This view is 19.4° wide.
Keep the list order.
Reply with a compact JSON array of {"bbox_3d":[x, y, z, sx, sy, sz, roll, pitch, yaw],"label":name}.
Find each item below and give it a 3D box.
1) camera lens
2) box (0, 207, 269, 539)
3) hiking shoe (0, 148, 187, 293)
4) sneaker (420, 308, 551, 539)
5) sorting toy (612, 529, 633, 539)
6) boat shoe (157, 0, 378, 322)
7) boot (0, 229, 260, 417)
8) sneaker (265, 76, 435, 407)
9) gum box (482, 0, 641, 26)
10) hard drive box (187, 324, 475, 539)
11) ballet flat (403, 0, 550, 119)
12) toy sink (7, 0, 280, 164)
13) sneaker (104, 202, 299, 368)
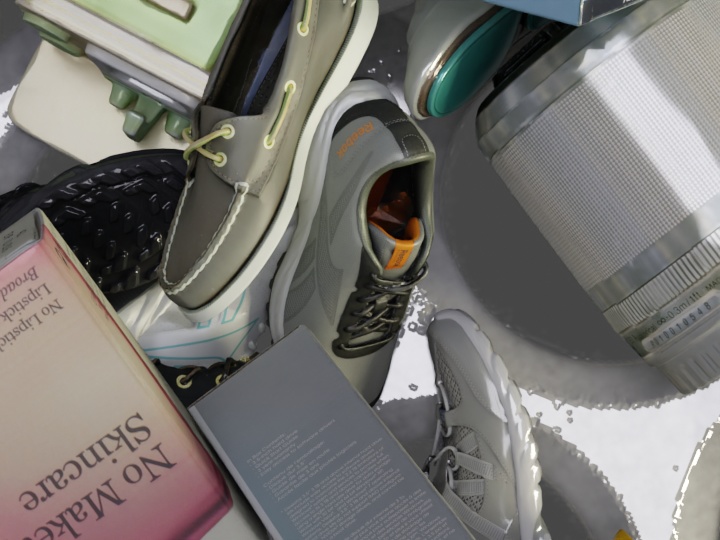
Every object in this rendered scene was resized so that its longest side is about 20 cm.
[{"bbox_3d":[0.171,-0.055,1.134,0.160,0.160,0.200,-36,86,-1],"label":"camera lens"},{"bbox_3d":[-0.149,0.090,1.018,0.128,0.109,0.200,-35,103,-3],"label":"box"},{"bbox_3d":[-0.169,-0.026,1.165,0.199,0.101,0.076,-21,116,7],"label":"hiking shoe"},{"bbox_3d":[0.060,0.121,1.166,0.082,0.075,0.201,-13,86,-1],"label":"sneaker"},{"bbox_3d":[0.116,0.247,1.124,0.180,0.200,0.107,-35,42,5],"label":"sorting toy"},{"bbox_3d":[-0.060,-0.073,1.086,0.060,0.072,0.202,33,76,-38],"label":"boat shoe"},{"bbox_3d":[-0.101,0.055,1.121,0.153,0.073,0.204,-20,99,-13],"label":"boot"},{"bbox_3d":[0.000,0.000,1.140,0.074,0.079,0.201,-14,125,-30],"label":"sneaker"},{"bbox_3d":[0.074,-0.184,1.079,0.200,0.170,0.045,19,119,33],"label":"gum box"},{"bbox_3d":[0.015,0.143,1.031,0.077,0.200,0.156,-36,127,-4],"label":"hard drive box"},{"bbox_3d":[0.070,-0.150,1.164,0.069,0.069,0.200,46,54,4],"label":"ballet flat"},{"bbox_3d":[-0.108,-0.150,1.172,0.130,0.112,0.200,28,87,4],"label":"toy sink"},{"bbox_3d":[-0.082,0.018,1.190,0.200,0.070,0.080,-35,109,-5],"label":"sneaker"}]
